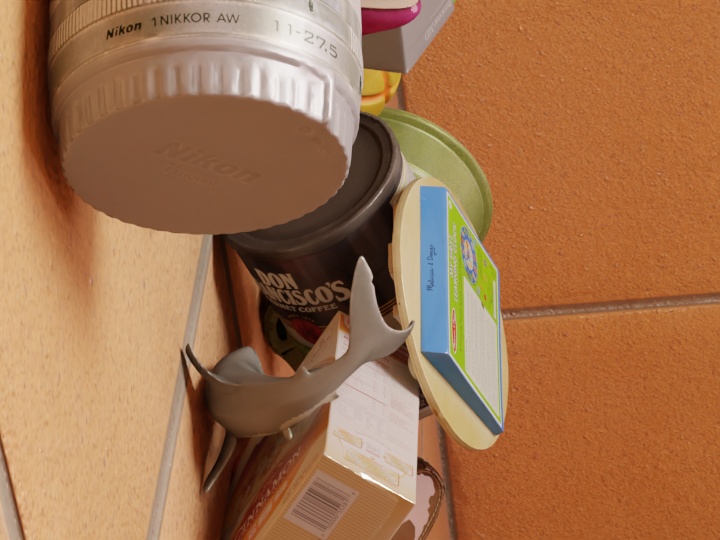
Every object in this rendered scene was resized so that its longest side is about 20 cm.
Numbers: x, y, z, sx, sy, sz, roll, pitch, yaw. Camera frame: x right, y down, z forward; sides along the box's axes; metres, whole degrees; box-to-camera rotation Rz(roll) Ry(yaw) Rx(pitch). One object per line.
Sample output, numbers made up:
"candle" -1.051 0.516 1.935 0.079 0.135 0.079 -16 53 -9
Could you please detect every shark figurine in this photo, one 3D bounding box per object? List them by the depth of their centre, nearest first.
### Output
"shark figurine" -0.067 0.066 1.459 0.089 0.214 0.128 44 57 -17

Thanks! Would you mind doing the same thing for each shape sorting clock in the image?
"shape sorting clock" 0.064 0.031 1.605 0.200 0.039 0.200 -11 90 -72

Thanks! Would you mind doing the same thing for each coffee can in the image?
"coffee can" 0.000 0.000 1.690 0.146 0.146 0.200 -89 155 -47

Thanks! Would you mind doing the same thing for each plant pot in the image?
"plant pot" -0.003 -0.005 1.910 0.190 0.200 0.200 -71 159 -45

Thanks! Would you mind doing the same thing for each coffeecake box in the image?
"coffeecake box" -0.029 0.144 1.519 0.154 0.073 0.200 -56 -168 23

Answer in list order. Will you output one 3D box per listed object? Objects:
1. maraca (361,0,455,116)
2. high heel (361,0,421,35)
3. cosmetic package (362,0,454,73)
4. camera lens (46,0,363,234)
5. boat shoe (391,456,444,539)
"maraca" -0.013 -0.169 1.790 0.107 0.200 0.137 59 15 9
"high heel" -0.037 -0.156 1.517 0.067 0.200 0.096 -38 127 -40
"cosmetic package" 0.008 -0.254 1.620 0.107 0.090 0.200 -57 146 -45
"camera lens" -0.080 -0.139 1.147 0.160 0.160 0.200 75 11 -63
"boat shoe" 0.001 0.215 1.594 0.072 0.200 0.068 48 -22 -19
